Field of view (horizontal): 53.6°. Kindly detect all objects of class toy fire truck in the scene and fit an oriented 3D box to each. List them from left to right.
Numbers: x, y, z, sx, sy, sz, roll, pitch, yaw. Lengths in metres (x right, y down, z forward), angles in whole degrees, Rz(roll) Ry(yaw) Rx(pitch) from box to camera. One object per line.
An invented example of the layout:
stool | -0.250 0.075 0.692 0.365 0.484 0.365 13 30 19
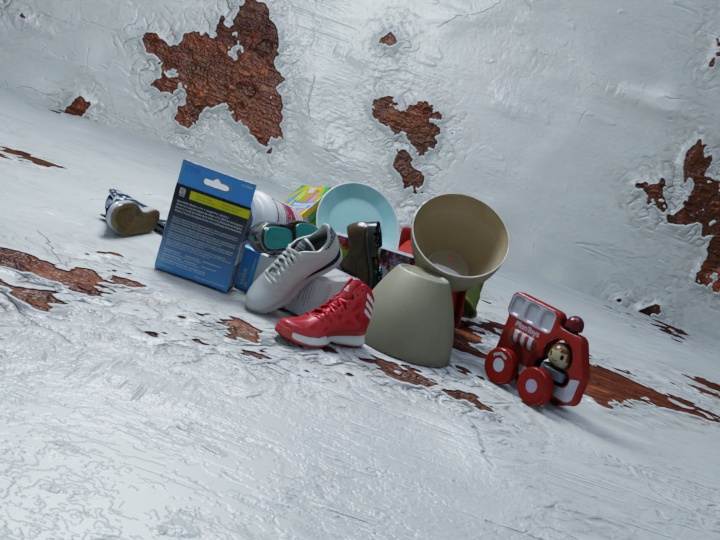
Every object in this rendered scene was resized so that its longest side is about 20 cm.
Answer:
toy fire truck | 0.331 0.147 1.296 0.111 0.171 0.199 10 13 -41

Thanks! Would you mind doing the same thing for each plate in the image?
plate | -0.008 -0.103 1.616 0.197 0.203 0.026 17 -21 -13

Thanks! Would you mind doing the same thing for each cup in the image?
cup | 0.097 0.072 1.332 0.197 0.145 0.200 19 10 -3

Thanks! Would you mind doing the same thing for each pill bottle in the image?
pill bottle | -0.203 -0.099 1.461 0.112 0.115 0.200 23 1 22

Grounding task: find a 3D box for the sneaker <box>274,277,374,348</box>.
sneaker | -0.053 0.061 1.182 0.078 0.117 0.199 26 12 36

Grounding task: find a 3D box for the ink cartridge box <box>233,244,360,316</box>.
ink cartridge box | -0.121 0.022 1.363 0.198 0.085 0.145 23 10 21

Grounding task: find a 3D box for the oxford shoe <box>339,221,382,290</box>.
oxford shoe | 0.000 0.000 1.424 0.083 0.204 0.073 2 14 13

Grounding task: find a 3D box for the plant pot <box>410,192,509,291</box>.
plant pot | 0.189 -0.037 1.453 0.197 0.202 0.135 19 -33 4

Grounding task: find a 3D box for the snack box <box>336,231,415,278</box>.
snack box | 0.001 0.011 1.480 0.197 0.144 0.053 16 9 -13

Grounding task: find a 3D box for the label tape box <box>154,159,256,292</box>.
label tape box | -0.273 -0.082 1.288 0.142 0.203 0.063 19 9 0

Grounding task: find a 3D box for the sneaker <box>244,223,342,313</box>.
sneaker | -0.123 -0.007 1.239 0.076 0.199 0.081 44 -16 27

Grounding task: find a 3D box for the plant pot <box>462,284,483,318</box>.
plant pot | 0.244 -0.018 1.755 0.198 0.192 0.200 31 -13 8

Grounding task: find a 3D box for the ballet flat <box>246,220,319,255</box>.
ballet flat | -0.141 -0.060 1.342 0.071 0.073 0.199 25 11 32

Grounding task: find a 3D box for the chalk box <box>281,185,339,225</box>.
chalk box | -0.140 -0.090 1.645 0.123 0.126 0.200 10 46 46

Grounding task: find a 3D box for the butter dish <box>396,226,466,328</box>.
butter dish | 0.127 0.033 1.590 0.198 0.202 0.147 26 35 32

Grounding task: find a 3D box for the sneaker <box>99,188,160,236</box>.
sneaker | -0.499 -0.123 1.461 0.107 0.071 0.200 25 3 6

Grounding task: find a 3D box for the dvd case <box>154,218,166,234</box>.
dvd case | -0.360 -0.077 1.617 0.149 0.025 0.199 26 11 34
